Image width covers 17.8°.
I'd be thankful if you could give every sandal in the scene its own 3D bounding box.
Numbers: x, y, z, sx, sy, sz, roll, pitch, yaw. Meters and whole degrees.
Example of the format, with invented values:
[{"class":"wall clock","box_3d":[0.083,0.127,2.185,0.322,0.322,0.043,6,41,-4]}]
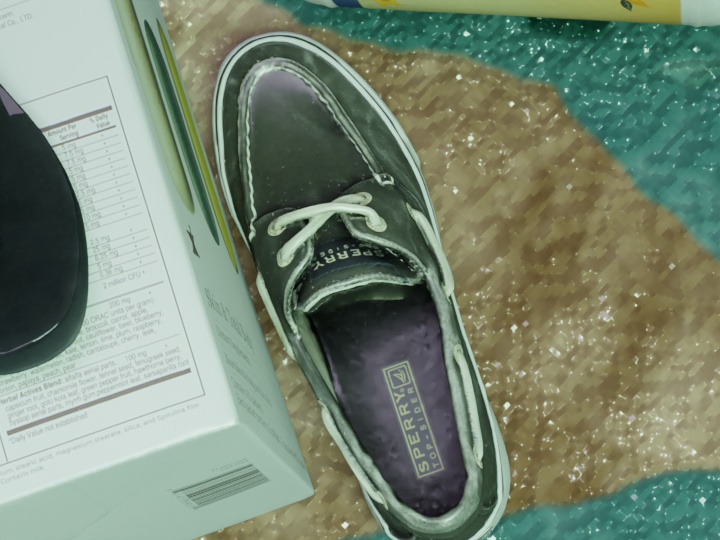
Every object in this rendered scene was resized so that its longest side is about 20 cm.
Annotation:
[{"class":"sandal","box_3d":[-0.143,-0.057,0.685,0.076,0.043,0.201,-26,73,0]}]

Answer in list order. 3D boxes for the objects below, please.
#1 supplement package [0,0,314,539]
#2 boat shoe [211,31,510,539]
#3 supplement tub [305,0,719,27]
[{"class":"supplement package","box_3d":[-0.124,-0.005,0.771,0.150,0.152,0.201,-19,74,3]},{"class":"boat shoe","box_3d":[0.000,0.000,0.798,0.070,0.064,0.201,-25,74,2]},{"class":"supplement tub","box_3d":[0.073,-0.158,0.784,0.199,0.144,0.145,4,77,9]}]
